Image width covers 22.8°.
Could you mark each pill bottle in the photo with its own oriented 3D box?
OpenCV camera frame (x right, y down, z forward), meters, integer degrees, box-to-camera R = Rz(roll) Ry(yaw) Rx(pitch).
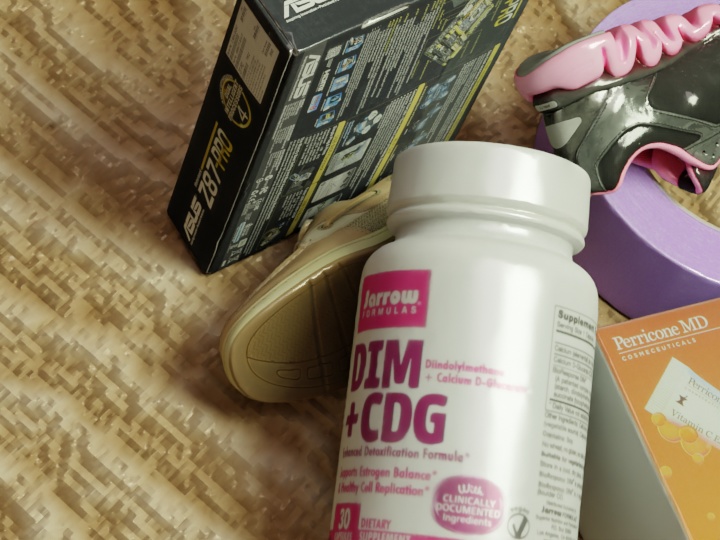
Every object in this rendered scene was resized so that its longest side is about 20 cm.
[{"bbox_3d":[0.050,0.049,0.826,0.113,0.113,0.201,9,78,-11],"label":"pill bottle"}]

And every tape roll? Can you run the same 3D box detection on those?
[{"bbox_3d":[0.200,-0.059,0.997,0.199,0.066,0.201,7,60,-12],"label":"tape roll"}]

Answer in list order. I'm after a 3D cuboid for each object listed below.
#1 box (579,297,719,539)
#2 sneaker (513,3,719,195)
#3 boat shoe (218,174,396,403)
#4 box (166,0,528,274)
[{"bbox_3d":[0.186,0.123,0.866,0.124,0.098,0.201,-13,65,-22],"label":"box"},{"bbox_3d":[0.176,-0.090,0.938,0.199,0.079,0.096,-18,89,-24],"label":"sneaker"},{"bbox_3d":[0.000,0.000,0.910,0.200,0.072,0.064,-32,36,-31],"label":"boat shoe"},{"bbox_3d":[-0.003,-0.091,0.874,0.161,0.200,0.049,-25,71,-27],"label":"box"}]
